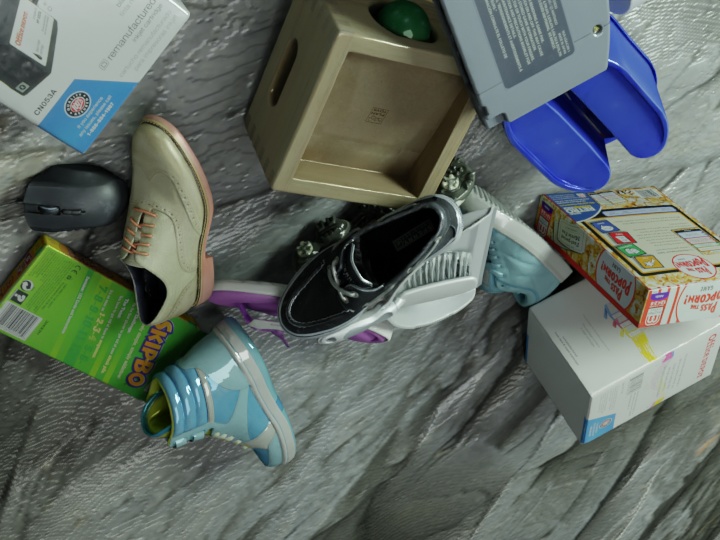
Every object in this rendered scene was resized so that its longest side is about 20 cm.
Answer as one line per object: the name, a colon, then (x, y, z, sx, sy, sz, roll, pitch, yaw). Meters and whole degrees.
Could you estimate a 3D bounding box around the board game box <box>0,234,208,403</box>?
board game box: (-0.241, 0.051, 1.078, 0.200, 0.030, 0.096, 35, 101, -36)

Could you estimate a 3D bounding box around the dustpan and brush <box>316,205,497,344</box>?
dustpan and brush: (0.045, 0.022, 1.107, 0.199, 0.057, 0.140, -15, 145, -14)

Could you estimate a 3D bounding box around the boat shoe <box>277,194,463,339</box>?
boat shoe: (0.000, 0.000, 1.017, 0.199, 0.072, 0.068, -31, 175, 20)

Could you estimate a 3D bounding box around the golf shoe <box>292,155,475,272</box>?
golf shoe: (0.029, -0.039, 1.137, 0.199, 0.077, 0.088, -33, 142, 5)

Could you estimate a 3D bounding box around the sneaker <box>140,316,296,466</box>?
sneaker: (-0.145, 0.147, 1.141, 0.130, 0.079, 0.201, -32, 132, -16)

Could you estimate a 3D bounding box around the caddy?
caddy: (0.208, -0.171, 1.116, 0.141, 0.105, 0.200, -31, 133, 26)

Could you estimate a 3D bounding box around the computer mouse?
computer mouse: (-0.294, -0.053, 0.980, 0.199, 0.034, 0.059, -9, 124, -21)

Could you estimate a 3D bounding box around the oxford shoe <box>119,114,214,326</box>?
oxford shoe: (-0.175, -0.037, 1.011, 0.074, 0.070, 0.201, -40, 137, -41)

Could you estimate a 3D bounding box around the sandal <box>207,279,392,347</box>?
sandal: (-0.058, 0.050, 1.118, 0.201, 0.082, 0.050, 14, 71, -22)

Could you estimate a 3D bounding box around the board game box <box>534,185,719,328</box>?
board game box: (0.295, -0.020, 1.191, 0.150, 0.200, 0.047, -5, 122, -23)

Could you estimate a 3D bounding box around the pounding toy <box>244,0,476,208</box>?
pounding toy: (0.019, -0.179, 1.011, 0.183, 0.143, 0.201, 6, 128, -29)

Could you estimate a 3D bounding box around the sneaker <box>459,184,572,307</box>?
sneaker: (0.147, -0.015, 1.195, 0.082, 0.074, 0.200, -49, 133, 6)

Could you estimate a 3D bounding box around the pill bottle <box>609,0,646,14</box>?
pill bottle: (0.299, -0.319, 1.051, 0.199, 0.111, 0.111, -33, 129, -9)

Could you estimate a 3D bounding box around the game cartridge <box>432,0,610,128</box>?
game cartridge: (0.125, -0.220, 0.905, 0.133, 0.042, 0.201, -31, 130, -4)

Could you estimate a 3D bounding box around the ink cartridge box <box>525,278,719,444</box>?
ink cartridge box: (0.301, 0.074, 1.283, 0.199, 0.126, 0.129, -26, 149, -11)

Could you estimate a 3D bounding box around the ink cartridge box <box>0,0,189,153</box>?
ink cartridge box: (-0.254, -0.207, 0.869, 0.200, 0.084, 0.145, 34, 102, -38)
